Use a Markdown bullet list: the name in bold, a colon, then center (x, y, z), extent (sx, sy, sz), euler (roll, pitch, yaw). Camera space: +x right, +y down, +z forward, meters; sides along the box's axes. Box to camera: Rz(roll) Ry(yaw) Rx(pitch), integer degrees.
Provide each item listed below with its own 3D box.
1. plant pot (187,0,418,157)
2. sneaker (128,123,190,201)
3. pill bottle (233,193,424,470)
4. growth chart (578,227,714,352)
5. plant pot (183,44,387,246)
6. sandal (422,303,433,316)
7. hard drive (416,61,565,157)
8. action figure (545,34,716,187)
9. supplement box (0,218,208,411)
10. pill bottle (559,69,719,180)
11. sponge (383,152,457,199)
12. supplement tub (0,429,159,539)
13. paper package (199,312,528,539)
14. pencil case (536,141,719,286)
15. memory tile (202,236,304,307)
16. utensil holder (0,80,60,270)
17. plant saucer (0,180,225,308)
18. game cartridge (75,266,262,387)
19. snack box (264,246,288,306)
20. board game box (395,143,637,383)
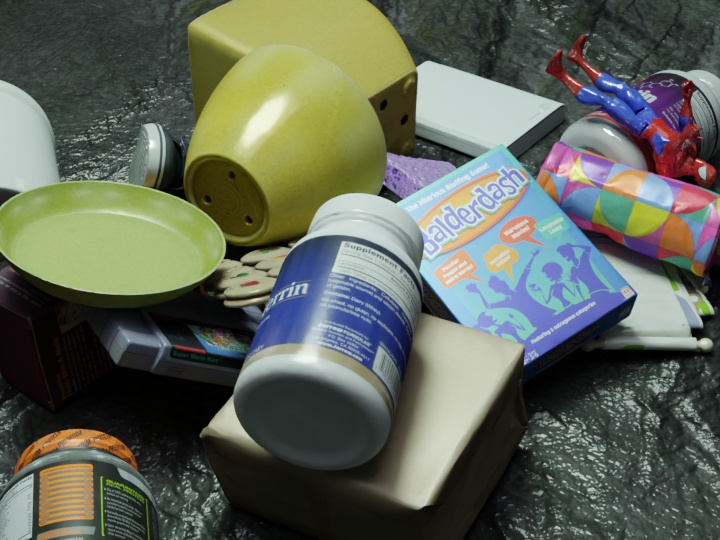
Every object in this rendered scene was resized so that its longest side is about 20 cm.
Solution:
- **plant pot**: center (-0.048, -0.187, 1.403), extent (0.200, 0.195, 0.195), euler (31, 49, 31)
- **sneaker**: center (-0.196, -0.105, 1.326), extent (0.079, 0.079, 0.200), euler (5, -4, -13)
- **pill bottle**: center (-0.015, 0.040, 0.963), extent (0.115, 0.116, 0.200), euler (6, 44, 12)
- **growth chart**: center (0.269, 0.013, 1.228), extent (0.144, 0.018, 0.200), euler (5, 37, -4)
- **plant pot**: center (-0.094, -0.104, 1.266), extent (0.199, 0.201, 0.142), euler (16, 38, 25)
- **sandal**: center (0.049, 0.052, 1.175), extent (0.199, 0.055, 0.082), euler (-11, 36, 1)
- **hard drive**: center (0.123, -0.190, 1.519), extent (0.200, 0.026, 0.132), euler (24, 45, 33)
- **action figure**: center (0.281, -0.166, 1.245), extent (0.065, 0.099, 0.200), euler (-35, 75, -33)
- **supplement box**: center (-0.246, 0.023, 1.197), extent (0.085, 0.111, 0.200), euler (25, 45, 34)
- **pill bottle**: center (0.310, -0.143, 1.366), extent (0.200, 0.113, 0.112), euler (-32, 45, -33)
- **sponge**: center (0.104, -0.066, 1.311), extent (0.111, 0.030, 0.200), euler (6, 25, -40)
- **supplement tub**: center (-0.205, 0.217, 0.925), extent (0.122, 0.123, 0.200), euler (-8, 37, -6)
- **paper package**: center (0.011, 0.124, 1.029), extent (0.199, 0.104, 0.191), euler (17, 49, 26)
- **pencil case**: center (0.267, -0.058, 1.247), extent (0.199, 0.089, 0.088), euler (24, 44, 20)
- **memory tile**: center (-0.066, -0.003, 1.151), extent (0.153, 0.017, 0.200), euler (-14, 11, -16)
- **utensil holder**: center (-0.383, -0.074, 1.295), extent (0.169, 0.170, 0.200), euler (-13, 40, -13)
- **plant saucer**: center (-0.218, -0.020, 1.107), extent (0.199, 0.031, 0.200), euler (10, 29, -5)
- **game cartridge**: center (-0.146, 0.054, 1.124), extent (0.200, 0.038, 0.130), euler (14, 17, -41)
- **snack box**: center (0.000, 0.000, 1.249), extent (0.199, 0.037, 0.116), euler (-12, 24, -10)
- **board game box**: center (0.127, -0.004, 1.159), extent (0.152, 0.045, 0.200), euler (-31, 64, -18)
